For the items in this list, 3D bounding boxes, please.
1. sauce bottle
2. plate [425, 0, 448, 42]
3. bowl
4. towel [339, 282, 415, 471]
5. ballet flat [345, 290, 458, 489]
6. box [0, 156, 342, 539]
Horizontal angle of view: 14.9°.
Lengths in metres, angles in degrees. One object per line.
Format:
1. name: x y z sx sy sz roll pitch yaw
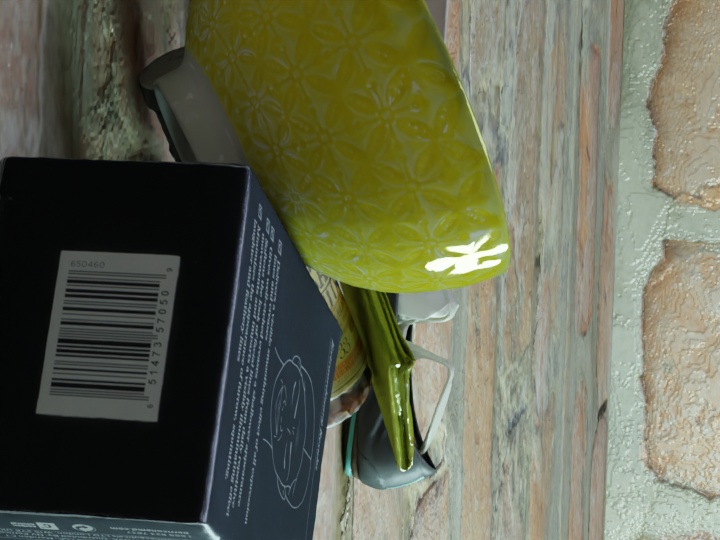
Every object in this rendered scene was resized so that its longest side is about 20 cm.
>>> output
1. sauce bottle: -0.053 -0.014 1.318 0.066 0.066 0.200 -73 146 -52
2. plate: -0.002 -0.079 1.537 0.200 0.032 0.200 139 -41 -64
3. bowl: -0.025 -0.068 1.194 0.200 0.108 0.200 63 -8 15
4. towel: 0.000 0.000 1.394 0.086 0.018 0.200 82 -7 -49
5. ballet flat: 0.029 0.044 1.803 0.068 0.068 0.200 -33 125 -75
6. box: -0.083 0.057 1.141 0.200 0.107 0.149 63 31 -67
